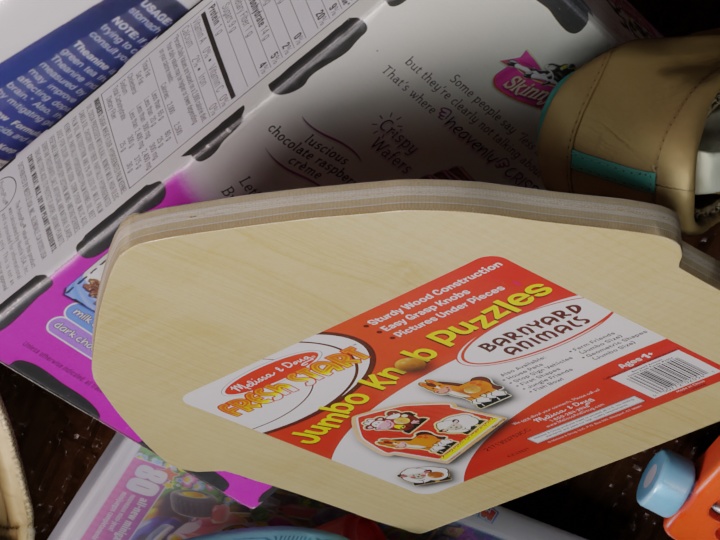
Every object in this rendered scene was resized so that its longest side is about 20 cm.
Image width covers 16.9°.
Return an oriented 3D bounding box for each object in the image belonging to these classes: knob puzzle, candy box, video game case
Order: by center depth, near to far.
[{"bbox_3d":[0.011,0.014,0.696,0.219,0.030,0.220,-1,152,0],"label":"knob puzzle"},{"bbox_3d":[-0.008,-0.027,0.740,0.200,0.061,0.136,-37,135,17],"label":"candy box"},{"bbox_3d":[-0.011,0.117,0.894,0.200,0.018,0.143,22,135,-14],"label":"video game case"}]

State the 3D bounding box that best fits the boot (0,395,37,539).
[{"bbox_3d":[-0.172,0.114,0.790,0.155,0.073,0.200,0,86,49],"label":"boot"}]

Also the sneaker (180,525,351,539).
[{"bbox_3d":[-0.075,0.165,0.807,0.200,0.080,0.131,-25,149,-12],"label":"sneaker"}]

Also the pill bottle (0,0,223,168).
[{"bbox_3d":[-0.087,-0.109,0.759,0.200,0.111,0.111,-28,112,23],"label":"pill bottle"}]

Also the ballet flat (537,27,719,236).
[{"bbox_3d":[0.140,-0.049,0.712,0.063,0.200,0.069,26,129,45],"label":"ballet flat"}]

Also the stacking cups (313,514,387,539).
[{"bbox_3d":[-0.081,0.136,0.859,0.200,0.061,0.061,-28,112,15],"label":"stacking cups"}]

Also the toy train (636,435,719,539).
[{"bbox_3d":[0.208,0.079,0.854,0.200,0.056,0.150,24,129,-6],"label":"toy train"}]
